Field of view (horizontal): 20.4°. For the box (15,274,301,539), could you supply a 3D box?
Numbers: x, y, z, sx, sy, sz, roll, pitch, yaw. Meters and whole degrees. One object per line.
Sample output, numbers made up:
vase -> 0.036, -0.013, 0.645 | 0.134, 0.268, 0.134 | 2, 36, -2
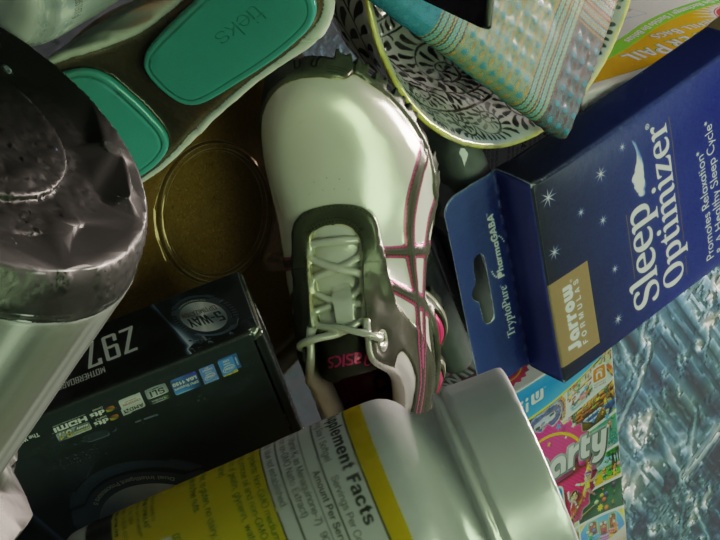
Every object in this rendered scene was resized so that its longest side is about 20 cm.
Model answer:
box -> -0.118, 0.106, 0.899 | 0.198, 0.044, 0.161 | -21, 129, -3

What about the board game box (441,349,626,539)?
board game box -> 0.080, 0.140, 1.159 | 0.147, 0.064, 0.202 | -28, 125, -31

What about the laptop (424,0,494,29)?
laptop -> 0.078, -0.193, 0.793 | 0.199, 0.103, 0.179 | -10, 111, -49

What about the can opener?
can opener -> 0.041, -0.009, 1.033 | 0.053, 0.066, 0.200 | -45, 150, -16

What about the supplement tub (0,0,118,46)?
supplement tub -> -0.088, -0.187, 0.809 | 0.200, 0.122, 0.123 | -37, 130, -26

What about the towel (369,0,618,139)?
towel -> 0.064, -0.160, 0.889 | 0.200, 0.022, 0.148 | 30, 79, -52

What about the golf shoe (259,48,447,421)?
golf shoe -> 0.000, 0.000, 0.897 | 0.088, 0.076, 0.201 | -76, 156, -57

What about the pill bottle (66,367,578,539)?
pill bottle -> -0.013, 0.124, 0.836 | 0.199, 0.115, 0.115 | -23, 128, 0

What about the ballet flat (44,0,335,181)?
ballet flat -> -0.084, -0.086, 0.827 | 0.069, 0.199, 0.070 | 36, 38, -35

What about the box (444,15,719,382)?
box -> 0.130, -0.029, 1.006 | 0.199, 0.032, 0.122 | -33, 129, -26

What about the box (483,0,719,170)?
box -> 0.150, -0.080, 1.096 | 0.199, 0.101, 0.113 | -18, 121, -37

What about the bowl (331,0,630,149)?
bowl -> 0.039, -0.164, 0.950 | 0.200, 0.094, 0.203 | -15, 111, -44

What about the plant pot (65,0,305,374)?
plant pot -> -0.073, -0.027, 0.929 | 0.199, 0.027, 0.202 | -6, 99, -40

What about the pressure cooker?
pressure cooker -> -0.192, 0.015, 0.748 | 0.178, 0.177, 0.200 | 14, 126, -41
